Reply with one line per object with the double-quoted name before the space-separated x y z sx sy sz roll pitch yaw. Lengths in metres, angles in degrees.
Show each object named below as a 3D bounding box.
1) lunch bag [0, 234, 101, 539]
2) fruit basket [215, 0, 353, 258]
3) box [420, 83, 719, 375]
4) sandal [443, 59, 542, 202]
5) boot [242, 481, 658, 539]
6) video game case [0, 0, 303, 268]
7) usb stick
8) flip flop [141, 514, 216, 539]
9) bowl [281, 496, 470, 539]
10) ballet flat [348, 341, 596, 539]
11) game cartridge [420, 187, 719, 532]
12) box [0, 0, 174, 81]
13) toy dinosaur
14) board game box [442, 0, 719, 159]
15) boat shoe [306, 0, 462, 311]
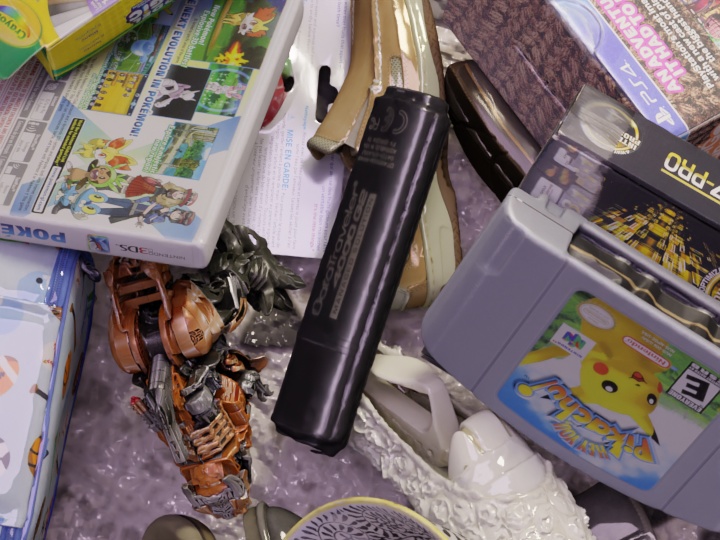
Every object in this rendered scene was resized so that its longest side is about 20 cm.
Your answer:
"lunch bag" -0.187 0.070 1.388 0.075 0.160 0.201 12 84 0
"fruit basket" -0.105 -0.104 1.500 0.199 0.094 0.186 6 80 -8
"box" 0.139 0.016 1.354 0.161 0.200 0.049 32 48 2
"sandal" 0.112 -0.033 1.445 0.054 0.082 0.200 -28 81 -16
"boot" 0.058 0.164 1.421 0.200 0.073 0.182 -31 90 7
"video game case" -0.141 -0.089 1.379 0.182 0.022 0.200 9 46 10
"usb stick" 0.000 0.000 1.411 0.055 0.033 0.201 17 89 53
"flip flop" -0.093 0.171 1.377 0.057 0.200 0.081 8 96 -21
"bowl" 0.038 0.213 1.330 0.200 0.094 0.202 -1 89 48
"ballet flat" 0.046 0.093 1.395 0.200 0.072 0.072 33 84 42
"game cartridge" 0.133 0.052 1.331 0.200 0.133 0.041 32 52 0
"box" -0.135 -0.188 1.383 0.200 0.048 0.117 -34 73 -13
"toy dinosaur" -0.093 0.029 1.409 0.102 0.136 0.201 6 115 9
"board game box" 0.175 -0.142 1.411 0.200 0.097 0.160 -27 70 -24
"boat shoe" 0.007 -0.077 1.463 0.076 0.072 0.201 -6 81 -11
